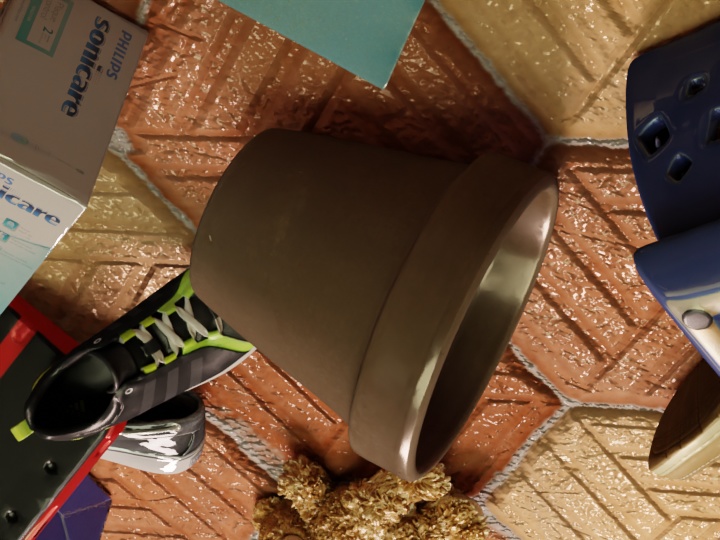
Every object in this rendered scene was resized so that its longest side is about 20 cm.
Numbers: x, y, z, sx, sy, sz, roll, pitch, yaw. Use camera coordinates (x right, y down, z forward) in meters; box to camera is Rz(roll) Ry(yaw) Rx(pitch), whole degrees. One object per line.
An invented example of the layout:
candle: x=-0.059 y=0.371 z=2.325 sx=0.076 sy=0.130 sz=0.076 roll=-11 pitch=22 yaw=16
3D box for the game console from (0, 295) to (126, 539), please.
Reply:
game console: x=-0.276 y=0.107 z=1.379 sx=0.177 sy=0.031 sz=0.200 roll=40 pitch=107 yaw=2

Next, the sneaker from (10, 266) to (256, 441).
sneaker: x=-0.138 y=0.059 z=1.285 sx=0.200 sy=0.083 sz=0.072 roll=-35 pitch=91 yaw=11

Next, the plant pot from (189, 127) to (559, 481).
plant pot: x=0.000 y=0.000 z=1.173 sx=0.175 sy=0.200 sz=0.200 roll=25 pitch=143 yaw=15

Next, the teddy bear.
teddy bear: x=0.001 y=0.193 z=1.468 sx=0.200 sy=0.067 sz=0.145 roll=-9 pitch=133 yaw=24

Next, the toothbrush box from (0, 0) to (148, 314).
toothbrush box: x=-0.219 y=-0.058 z=1.174 sx=0.085 sy=0.146 sz=0.200 roll=29 pitch=139 yaw=-18

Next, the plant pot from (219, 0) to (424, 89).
plant pot: x=-0.039 y=-0.217 z=0.952 sx=0.200 sy=0.141 sz=0.141 roll=24 pitch=140 yaw=-2

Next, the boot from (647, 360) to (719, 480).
boot: x=0.295 y=0.101 z=1.273 sx=0.155 sy=0.073 sz=0.200 roll=29 pitch=133 yaw=-14

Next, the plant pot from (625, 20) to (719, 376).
plant pot: x=0.264 y=-0.023 z=1.053 sx=0.200 sy=0.180 sz=0.200 roll=-20 pitch=130 yaw=32

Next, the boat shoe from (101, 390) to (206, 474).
boat shoe: x=-0.208 y=0.094 z=1.408 sx=0.200 sy=0.072 sz=0.068 roll=12 pitch=139 yaw=1

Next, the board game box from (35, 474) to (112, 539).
board game box: x=-0.324 y=0.185 z=1.526 sx=0.200 sy=0.097 sz=0.159 roll=-13 pitch=134 yaw=28
